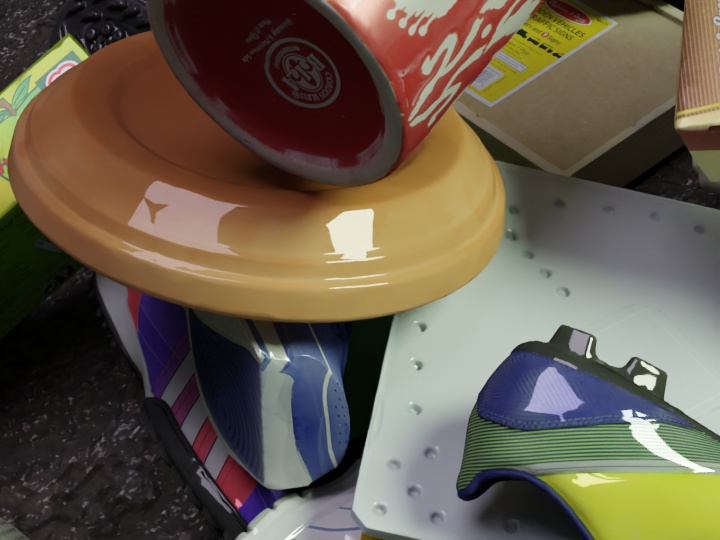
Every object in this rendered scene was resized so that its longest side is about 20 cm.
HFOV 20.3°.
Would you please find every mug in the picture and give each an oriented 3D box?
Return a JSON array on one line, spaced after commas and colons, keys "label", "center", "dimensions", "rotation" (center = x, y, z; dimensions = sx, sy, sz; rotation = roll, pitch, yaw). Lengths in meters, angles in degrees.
[{"label": "mug", "center": [0.024, -0.124, 0.748], "dimensions": [0.133, 0.178, 0.200], "rotation": [26, 59, 19]}]

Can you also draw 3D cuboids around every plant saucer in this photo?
[{"label": "plant saucer", "center": [-0.038, -0.048, 0.795], "dimensions": [0.198, 0.038, 0.201], "rotation": [8, 31, -5]}]

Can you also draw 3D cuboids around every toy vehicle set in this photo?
[{"label": "toy vehicle set", "center": [0.084, -0.108, 1.008], "dimensions": [0.124, 0.027, 0.200], "rotation": [-32, 45, -19]}]

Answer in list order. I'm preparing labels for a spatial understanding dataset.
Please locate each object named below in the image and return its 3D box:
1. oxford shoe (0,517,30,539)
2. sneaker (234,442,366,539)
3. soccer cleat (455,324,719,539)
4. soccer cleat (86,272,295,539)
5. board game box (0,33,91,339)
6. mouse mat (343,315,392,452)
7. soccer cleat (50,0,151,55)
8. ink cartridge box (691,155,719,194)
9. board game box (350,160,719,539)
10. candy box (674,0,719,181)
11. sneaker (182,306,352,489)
[{"label": "oxford shoe", "center": [-0.144, 0.169, 0.783], "dimensions": [0.058, 0.075, 0.201], "rotation": [-49, 37, 20]}, {"label": "sneaker", "center": [0.013, 0.115, 0.778], "dimensions": [0.087, 0.075, 0.200], "rotation": [27, 60, 32]}, {"label": "soccer cleat", "center": [0.127, 0.096, 0.712], "dimensions": [0.199, 0.065, 0.084], "rotation": [29, 79, 10]}, {"label": "soccer cleat", "center": [-0.057, 0.049, 0.867], "dimensions": [0.073, 0.068, 0.200], "rotation": [-31, 42, -2]}, {"label": "board game box", "center": [-0.179, -0.008, 0.906], "dimensions": [0.200, 0.102, 0.048], "rotation": [-42, 72, -4]}, {"label": "mouse mat", "center": [0.000, 0.000, 0.946], "dimensions": [0.160, 0.008, 0.200], "rotation": [-25, 44, -7]}, {"label": "soccer cleat", "center": [-0.066, -0.081, 0.996], "dimensions": [0.199, 0.073, 0.069], "rotation": [29, 93, 32]}, {"label": "ink cartridge box", "center": [0.250, -0.096, 0.843], "dimensions": [0.199, 0.148, 0.083], "rotation": [12, 21, 29]}, {"label": "board game box", "center": [0.108, 0.048, 0.797], "dimensions": [0.198, 0.026, 0.201], "rotation": [13, 47, 1]}, {"label": "candy box", "center": [0.189, -0.138, 0.773], "dimensions": [0.115, 0.055, 0.202], "rotation": [-2, 71, 26]}, {"label": "sneaker", "center": [-0.020, -0.005, 0.830], "dimensions": [0.114, 0.081, 0.200], "rotation": [-8, 35, -15]}]
